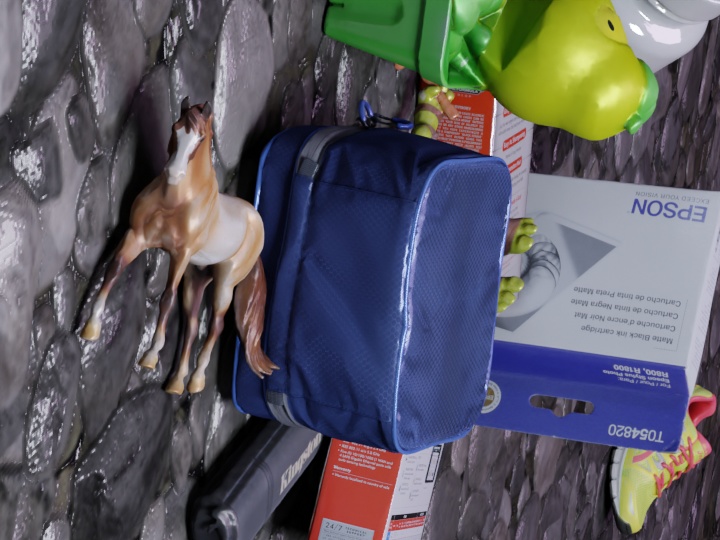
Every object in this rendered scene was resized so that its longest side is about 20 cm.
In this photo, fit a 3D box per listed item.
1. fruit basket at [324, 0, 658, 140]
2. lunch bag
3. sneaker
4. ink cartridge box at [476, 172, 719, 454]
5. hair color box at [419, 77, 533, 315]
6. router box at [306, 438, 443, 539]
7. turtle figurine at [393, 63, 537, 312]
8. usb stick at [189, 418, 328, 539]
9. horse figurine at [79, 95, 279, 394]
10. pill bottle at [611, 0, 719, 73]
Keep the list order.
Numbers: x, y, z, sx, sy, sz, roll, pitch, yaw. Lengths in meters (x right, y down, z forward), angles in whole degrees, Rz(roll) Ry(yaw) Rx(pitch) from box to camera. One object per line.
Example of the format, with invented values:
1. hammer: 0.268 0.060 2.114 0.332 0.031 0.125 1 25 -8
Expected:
1. fruit basket: 0.098 -0.169 1.475 0.215 0.215 0.156 -9 107 -69
2. lunch bag: 0.000 0.000 1.378 0.136 0.132 0.201 -3 101 -63
3. sneaker: 0.315 0.188 2.403 0.078 0.090 0.201 76 32 -52
4. ink cartridge box: 0.163 0.026 1.746 0.041 0.199 0.201 51 49 -60
5. hair color box: 0.081 -0.066 1.679 0.101 0.061 0.201 -32 129 -64
6. router box: 0.024 0.104 1.551 0.200 0.049 0.180 33 70 -79
7. turtle figurine: 0.047 -0.041 1.556 0.161 0.064 0.201 44 34 -30
8. usb stick: -0.052 0.114 1.431 0.200 0.032 0.056 -51 144 -55
9. horse figurine: -0.089 -0.004 1.253 0.200 0.050 0.133 42 64 -66
10. pill bottle: 0.190 -0.195 1.695 0.114 0.200 0.115 13 65 -30
